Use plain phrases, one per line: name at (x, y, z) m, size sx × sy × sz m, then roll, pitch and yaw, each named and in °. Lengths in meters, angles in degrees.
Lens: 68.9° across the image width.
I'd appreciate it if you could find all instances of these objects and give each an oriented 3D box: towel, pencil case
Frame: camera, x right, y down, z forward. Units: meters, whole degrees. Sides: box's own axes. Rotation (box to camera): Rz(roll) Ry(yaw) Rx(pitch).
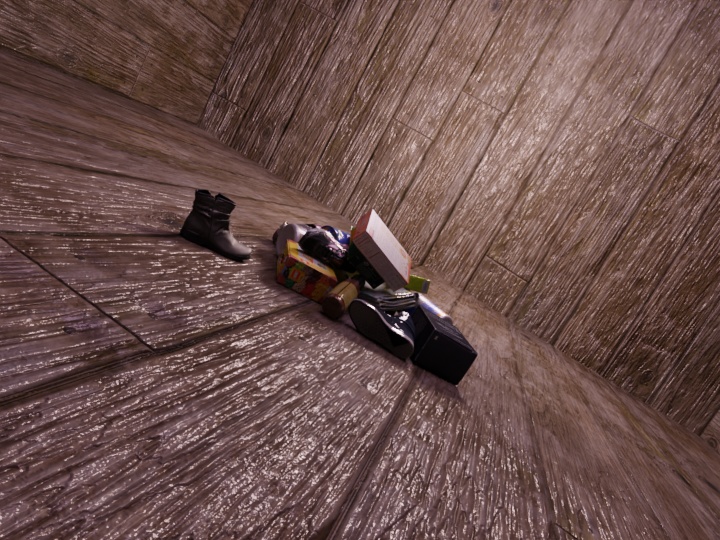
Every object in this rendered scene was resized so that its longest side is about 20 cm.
towel at (0.044, 0.072, 1.539) m, size 0.169 × 0.049 × 0.198 m, roll -2°, pitch 15°, yaw -41°
pencil case at (-0.050, -0.081, 1.619) m, size 0.087 × 0.079 × 0.199 m, roll 39°, pitch 15°, yaw 32°

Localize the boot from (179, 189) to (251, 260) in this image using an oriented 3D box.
boot at (-0.340, -0.114, 1.317) m, size 0.198 × 0.132 × 0.068 m, roll 24°, pitch 11°, yaw -32°

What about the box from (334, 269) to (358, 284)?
box at (0.000, 0.000, 1.647) m, size 0.198 × 0.075 × 0.051 m, roll -19°, pitch 70°, yaw -42°

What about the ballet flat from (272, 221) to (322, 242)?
ballet flat at (-0.214, -0.130, 1.715) m, size 0.196 × 0.070 × 0.071 m, roll -1°, pitch -22°, yaw 23°

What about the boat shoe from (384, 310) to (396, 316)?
boat shoe at (0.077, 0.114, 1.618) m, size 0.071 × 0.061 × 0.201 m, roll 28°, pitch 10°, yaw -8°

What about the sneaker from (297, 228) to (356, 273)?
sneaker at (-0.080, -0.051, 1.483) m, size 0.198 × 0.081 × 0.087 m, roll 19°, pitch 24°, yaw -33°

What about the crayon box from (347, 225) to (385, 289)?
crayon box at (0.023, -0.054, 1.550) m, size 0.126 × 0.051 × 0.201 m, roll 48°, pitch 23°, yaw -24°

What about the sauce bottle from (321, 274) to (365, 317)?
sauce bottle at (-0.037, 0.061, 1.392) m, size 0.065 × 0.067 × 0.200 m, roll 31°, pitch 27°, yaw 11°

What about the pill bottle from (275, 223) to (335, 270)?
pill bottle at (-0.156, -0.061, 1.640) m, size 0.198 × 0.117 × 0.116 m, roll 23°, pitch 12°, yaw -38°

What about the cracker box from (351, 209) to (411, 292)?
cracker box at (0.064, -0.057, 1.489) m, size 0.201 × 0.057 × 0.135 m, roll 51°, pitch 27°, yaw -20°

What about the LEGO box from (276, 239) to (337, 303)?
LEGO box at (-0.153, 0.000, 1.458) m, size 0.147 × 0.078 × 0.200 m, roll 27°, pitch 11°, yaw -15°

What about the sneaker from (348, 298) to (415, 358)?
sneaker at (0.062, 0.134, 1.386) m, size 0.202 × 0.077 × 0.146 m, roll 40°, pitch 21°, yaw -1°

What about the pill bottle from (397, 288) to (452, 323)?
pill bottle at (0.189, 0.142, 1.660) m, size 0.111 × 0.113 × 0.199 m, roll 20°, pitch 14°, yaw -45°

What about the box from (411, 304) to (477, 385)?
box at (0.211, 0.200, 1.443) m, size 0.147 × 0.105 × 0.200 m, roll 31°, pitch 10°, yaw -12°

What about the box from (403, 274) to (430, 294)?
box at (0.138, 0.031, 1.676) m, size 0.120 × 0.049 × 0.200 m, roll 15°, pitch 0°, yaw -9°
